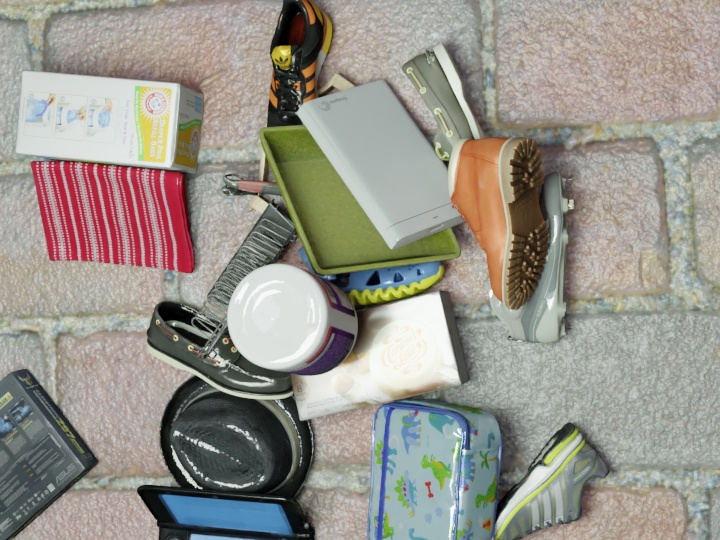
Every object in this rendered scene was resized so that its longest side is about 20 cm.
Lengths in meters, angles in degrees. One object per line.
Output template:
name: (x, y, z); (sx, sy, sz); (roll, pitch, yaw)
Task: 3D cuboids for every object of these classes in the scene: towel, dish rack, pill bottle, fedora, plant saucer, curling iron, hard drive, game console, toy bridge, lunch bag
towel: (-0.302, -0.064, 1.717); (0.199, 0.023, 0.145); (5, 124, 11)
dish rack: (-0.140, 0.015, 1.625); (0.054, 0.200, 0.154); (33, 113, -3)
pill bottle: (-0.065, 0.059, 1.538); (0.111, 0.200, 0.112); (-2, 82, 13)
fedora: (-0.160, 0.213, 1.694); (0.199, 0.092, 0.202); (0, 91, 11)
plant saucer: (-0.008, -0.077, 1.614); (0.048, 0.199, 0.200); (-53, 52, 48)
curling iron: (-0.071, -0.098, 1.673); (0.199, 0.050, 0.026); (3, 104, -9)
hard drive: (0.032, -0.127, 1.621); (0.200, 0.132, 0.027); (55, 140, 16)
game console: (-0.164, 0.343, 1.688); (0.199, 0.116, 0.177); (3, 92, 11)
toy bridge: (-0.081, -0.155, 1.703); (0.067, 0.027, 0.200); (36, 98, 10)
lunch bag: (0.080, 0.254, 1.630); (0.160, 0.082, 0.201); (7, 94, 47)

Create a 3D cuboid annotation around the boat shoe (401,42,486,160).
boat shoe: (0.111, -0.165, 1.644); (0.060, 0.072, 0.203); (-24, 83, 10)

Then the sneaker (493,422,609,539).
sneaker: (0.213, 0.279, 1.638); (0.081, 0.074, 0.200); (38, 100, 4)

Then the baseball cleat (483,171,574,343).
baseball cleat: (0.196, -0.015, 1.632); (0.106, 0.070, 0.201); (1, 91, 11)

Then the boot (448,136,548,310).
boot: (0.151, -0.056, 1.584); (0.107, 0.075, 0.201); (11, 113, 39)

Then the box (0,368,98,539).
box: (-0.456, 0.247, 1.775); (0.200, 0.051, 0.158); (-42, 84, 10)

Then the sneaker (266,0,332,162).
sneaker: (-0.084, -0.226, 1.648); (0.070, 0.090, 0.201); (4, 80, 21)

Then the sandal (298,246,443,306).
sandal: (0.000, 0.000, 1.669); (0.199, 0.079, 0.088); (-7, 87, 9)

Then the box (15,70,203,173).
box: (-0.302, -0.180, 1.702); (0.199, 0.112, 0.102); (6, 91, 10)

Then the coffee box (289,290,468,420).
coffee box: (0.017, 0.101, 1.663); (0.199, 0.080, 0.115); (-13, 87, 11)

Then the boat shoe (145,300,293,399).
boat shoe: (-0.168, 0.098, 1.697); (0.201, 0.074, 0.063); (22, 121, 14)
